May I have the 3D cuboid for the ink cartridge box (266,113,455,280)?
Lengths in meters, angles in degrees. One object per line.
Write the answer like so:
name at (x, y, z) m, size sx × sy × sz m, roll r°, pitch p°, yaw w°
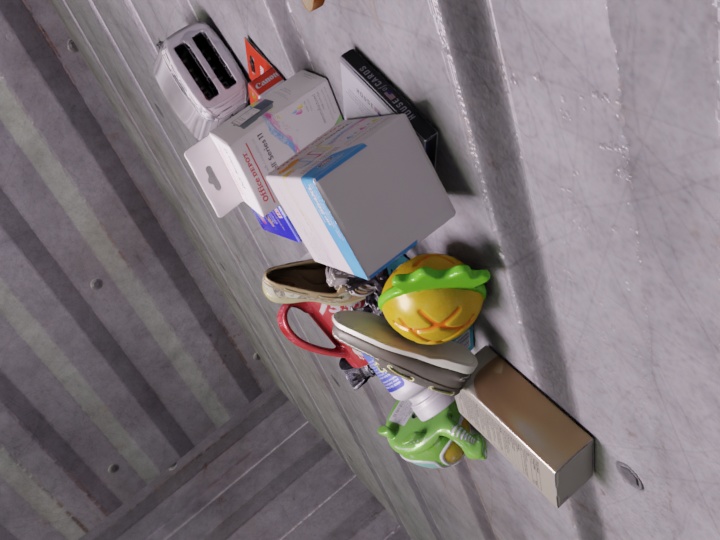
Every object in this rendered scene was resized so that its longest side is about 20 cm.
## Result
ink cartridge box at (-0.011, -0.088, 0.923) m, size 0.126 × 0.128 × 0.199 m, roll 59°, pitch 164°, yaw -19°

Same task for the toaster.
toaster at (-0.263, -0.318, 1.329) m, size 0.202 × 0.113 × 0.129 m, roll 58°, pitch 161°, yaw -6°

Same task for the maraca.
maraca at (0.089, 0.029, 0.979) m, size 0.200 × 0.134 × 0.109 m, roll 96°, pitch 167°, yaw -72°

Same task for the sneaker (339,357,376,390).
sneaker at (0.030, 0.180, 1.505) m, size 0.076 × 0.113 × 0.199 m, roll 58°, pitch 164°, yaw -21°

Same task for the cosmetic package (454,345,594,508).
cosmetic package at (0.214, 0.205, 1.076) m, size 0.200 × 0.071 × 0.106 m, roll 43°, pitch 161°, yaw 37°

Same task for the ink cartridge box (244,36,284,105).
ink cartridge box at (-0.126, -0.236, 1.198) m, size 0.201 × 0.050 × 0.109 m, roll 50°, pitch 165°, yaw 13°

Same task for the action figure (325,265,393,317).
action figure at (0.000, 0.000, 1.112) m, size 0.119 × 0.100 × 0.204 m, roll 116°, pitch 146°, yaw -82°

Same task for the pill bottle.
pill bottle at (0.071, 0.134, 1.285) m, size 0.201 × 0.111 × 0.112 m, roll 54°, pitch 165°, yaw 0°

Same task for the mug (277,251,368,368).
mug at (-0.046, 0.072, 1.409) m, size 0.201 × 0.177 × 0.133 m, roll 53°, pitch 180°, yaw -15°

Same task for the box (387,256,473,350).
box at (0.081, 0.044, 1.176) m, size 0.200 × 0.049 × 0.083 m, roll 45°, pitch 163°, yaw 31°

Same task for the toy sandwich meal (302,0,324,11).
toy sandwich meal at (-0.072, -0.340, 0.766) m, size 0.206 × 0.070 × 0.206 m, roll 49°, pitch 164°, yaw 19°

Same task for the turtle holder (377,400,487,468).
turtle holder at (0.136, 0.269, 1.389) m, size 0.184 × 0.142 × 0.132 m, roll -25°, pitch 124°, yaw 35°

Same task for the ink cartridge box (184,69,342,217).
ink cartridge box at (-0.116, -0.155, 1.053) m, size 0.067 × 0.199 × 0.118 m, roll 35°, pitch 157°, yaw 48°

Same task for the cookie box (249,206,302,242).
cookie box at (-0.154, -0.147, 1.430) m, size 0.173 × 0.075 × 0.199 m, roll 60°, pitch 164°, yaw -21°

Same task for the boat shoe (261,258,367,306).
boat shoe at (-0.058, 0.016, 1.283) m, size 0.063 × 0.196 × 0.075 m, roll 109°, pitch 153°, yaw -70°

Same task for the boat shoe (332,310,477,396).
boat shoe at (0.051, 0.109, 1.049) m, size 0.198 × 0.061 × 0.072 m, roll 19°, pitch -154°, yaw -8°

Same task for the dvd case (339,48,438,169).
dvd case at (0.032, -0.146, 0.960) m, size 0.151 × 0.025 × 0.201 m, roll 49°, pitch 163°, yaw 22°
